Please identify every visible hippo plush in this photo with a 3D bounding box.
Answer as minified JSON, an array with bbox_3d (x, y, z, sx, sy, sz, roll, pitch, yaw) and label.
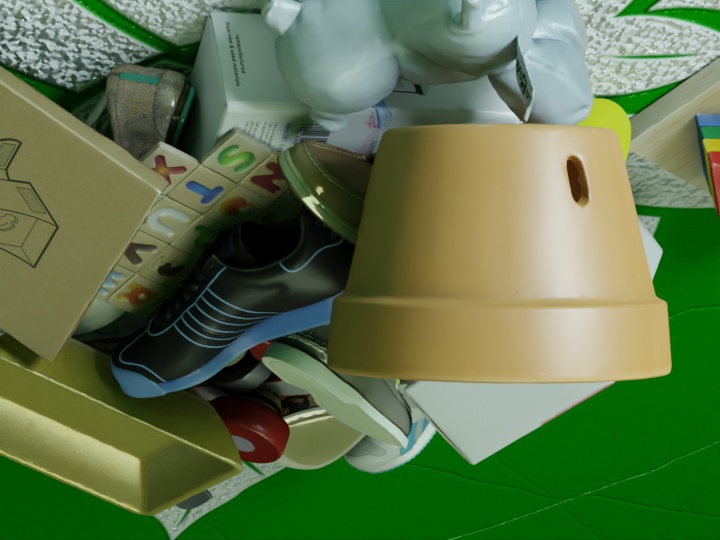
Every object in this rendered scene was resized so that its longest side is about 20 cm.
[{"bbox_3d":[0.039,-0.132,1.024,0.160,0.200,0.159,-18,127,24],"label":"hippo plush"}]

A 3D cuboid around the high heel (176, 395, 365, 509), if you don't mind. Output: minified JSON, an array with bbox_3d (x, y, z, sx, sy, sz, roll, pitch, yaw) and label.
[{"bbox_3d":[-0.074,0.102,1.400,0.200,0.143,0.071,-23,129,6],"label":"high heel"}]

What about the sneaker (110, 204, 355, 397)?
[{"bbox_3d":[-0.091,0.015,1.123,0.200,0.070,0.078,-24,119,18],"label":"sneaker"}]

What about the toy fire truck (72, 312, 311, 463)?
[{"bbox_3d":[-0.132,0.058,1.295,0.200,0.112,0.168,-6,143,38],"label":"toy fire truck"}]

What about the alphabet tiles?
[{"bbox_3d":[-0.092,-0.017,1.133,0.166,0.006,0.200,-39,138,24],"label":"alphabet tiles"}]

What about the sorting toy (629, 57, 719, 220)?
[{"bbox_3d":[0.334,-0.099,1.267,0.199,0.070,0.200,21,135,-41],"label":"sorting toy"}]

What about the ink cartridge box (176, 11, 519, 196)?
[{"bbox_3d":[-0.014,-0.093,1.148,0.199,0.084,0.145,0,146,-18],"label":"ink cartridge box"}]

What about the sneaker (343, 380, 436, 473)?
[{"bbox_3d":[0.040,0.103,1.493,0.081,0.077,0.200,22,129,-30],"label":"sneaker"}]

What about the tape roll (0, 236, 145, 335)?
[{"bbox_3d":[-0.238,-0.031,1.152,0.202,0.037,0.203,7,138,6],"label":"tape roll"}]

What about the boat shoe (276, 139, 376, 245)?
[{"bbox_3d":[0.033,-0.048,1.098,0.200,0.074,0.066,21,122,-43],"label":"boat shoe"}]

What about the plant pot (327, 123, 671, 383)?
[{"bbox_3d":[0.080,-0.012,0.993,0.199,0.140,0.200,0,-179,0],"label":"plant pot"}]

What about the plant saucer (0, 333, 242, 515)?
[{"bbox_3d":[-0.201,0.104,1.241,0.200,0.049,0.200,27,153,-18],"label":"plant saucer"}]

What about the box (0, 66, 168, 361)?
[{"bbox_3d":[-0.239,-0.052,1.069,0.200,0.021,0.164,34,123,-4],"label":"box"}]

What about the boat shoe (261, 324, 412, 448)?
[{"bbox_3d":[-0.004,0.075,1.226,0.072,0.060,0.202,18,166,28],"label":"boat shoe"}]

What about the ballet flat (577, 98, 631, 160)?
[{"bbox_3d":[0.122,-0.043,1.209,0.200,0.067,0.067,-49,170,-1],"label":"ballet flat"}]

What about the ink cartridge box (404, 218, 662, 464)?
[{"bbox_3d":[0.134,0.035,1.285,0.146,0.200,0.085,-35,104,33],"label":"ink cartridge box"}]

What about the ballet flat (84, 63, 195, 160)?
[{"bbox_3d":[-0.162,-0.071,1.166,0.067,0.068,0.200,16,138,-7],"label":"ballet flat"}]
